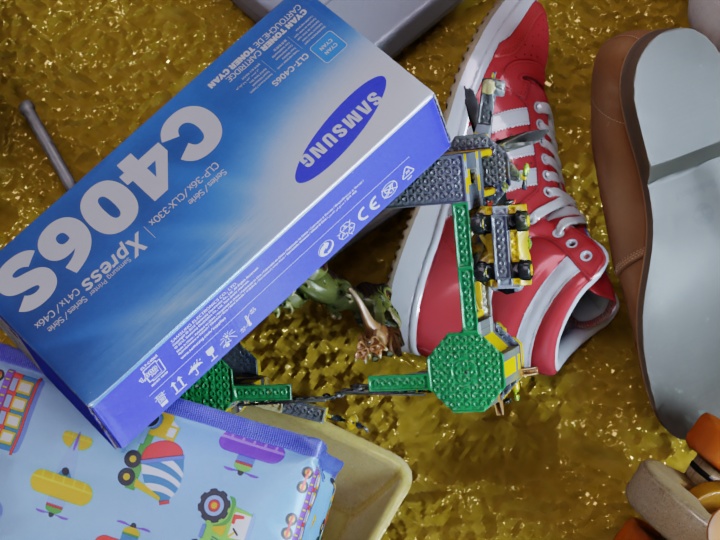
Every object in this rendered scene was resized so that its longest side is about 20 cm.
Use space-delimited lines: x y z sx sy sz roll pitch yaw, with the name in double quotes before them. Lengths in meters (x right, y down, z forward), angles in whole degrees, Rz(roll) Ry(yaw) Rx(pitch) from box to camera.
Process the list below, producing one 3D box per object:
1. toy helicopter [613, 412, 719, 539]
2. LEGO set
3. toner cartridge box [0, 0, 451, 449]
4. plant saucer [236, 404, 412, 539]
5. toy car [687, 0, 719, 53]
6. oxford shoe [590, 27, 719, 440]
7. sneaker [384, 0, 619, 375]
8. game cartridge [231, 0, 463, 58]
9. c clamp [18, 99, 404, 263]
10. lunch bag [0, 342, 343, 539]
"toy helicopter" 0.202 0.150 0.977 0.199 0.132 0.079 37 96 8
"LEGO set" 0.000 0.000 1.045 0.198 0.116 0.155 -12 92 19
"toner cartridge box" -0.065 -0.026 0.956 0.200 0.043 0.095 -43 59 -11
"plant saucer" -0.102 0.144 1.059 0.199 0.049 0.201 24 71 18
"toy car" 0.243 -0.114 1.081 0.173 0.150 0.202 8 66 12
"oxford shoe" 0.149 -0.019 1.067 0.071 0.071 0.202 -11 102 -23
"sneaker" 0.091 -0.041 1.110 0.111 0.071 0.202 14 74 18
"game cartridge" -0.025 -0.198 1.223 0.133 0.041 0.200 -37 65 -15
"c clamp" -0.066 -0.066 1.150 0.199 0.027 0.172 -29 70 6
"lunch bag" -0.126 0.122 0.967 0.198 0.094 0.152 17 81 8
